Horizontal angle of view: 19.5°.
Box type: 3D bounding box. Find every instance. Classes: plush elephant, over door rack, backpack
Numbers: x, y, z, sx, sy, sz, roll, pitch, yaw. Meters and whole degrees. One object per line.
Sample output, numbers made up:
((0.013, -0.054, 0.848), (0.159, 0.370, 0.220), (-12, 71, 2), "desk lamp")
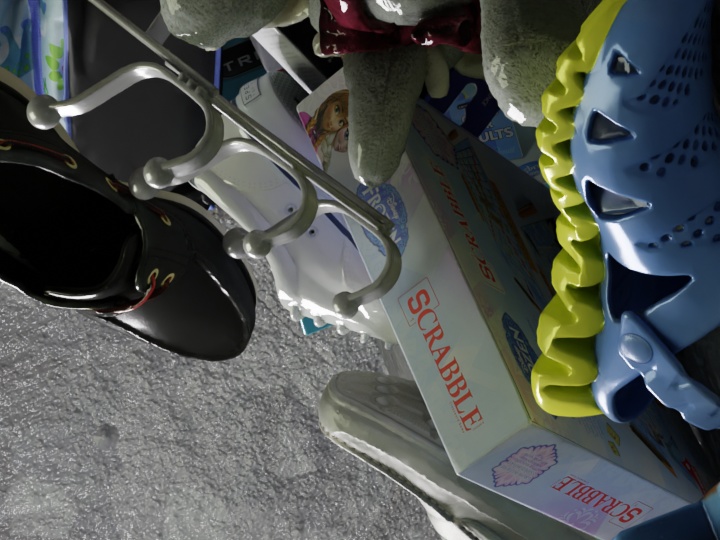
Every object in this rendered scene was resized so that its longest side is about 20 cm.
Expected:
((0.014, -0.111, 0.832), (0.155, 0.164, 0.201), (96, -178, -55), "plush elephant")
((-0.080, -0.071, 0.848), (0.200, 0.067, 0.148), (52, -170, 36), "over door rack")
((-0.150, -0.140, 1.093), (0.200, 0.146, 0.184), (-111, 18, -48), "backpack")

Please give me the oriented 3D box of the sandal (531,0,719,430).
((0.109, -0.018, 0.712), (0.087, 0.080, 0.201), (23, 142, 28), "sandal")

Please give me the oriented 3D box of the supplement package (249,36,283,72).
((-0.036, -0.222, 1.144), (0.200, 0.121, 0.120), (-117, 8, -52), "supplement package")

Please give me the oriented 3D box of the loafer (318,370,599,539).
((0.063, 0.115, 0.982), (0.199, 0.070, 0.070), (31, -161, -6), "loafer")

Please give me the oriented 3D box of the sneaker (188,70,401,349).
((0.000, 0.000, 0.976), (0.200, 0.071, 0.073), (49, -160, -6), "sneaker")

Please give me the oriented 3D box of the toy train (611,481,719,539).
((0.128, 0.114, 0.720), (0.200, 0.114, 0.087), (85, 162, -78), "toy train")

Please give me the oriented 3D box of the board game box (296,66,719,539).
((0.073, 0.023, 0.929), (0.199, 0.041, 0.201), (30, -150, -50), "board game box")

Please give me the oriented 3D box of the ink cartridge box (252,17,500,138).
((-0.002, -0.129, 0.970), (0.200, 0.095, 0.037), (45, 162, -24), "ink cartridge box")

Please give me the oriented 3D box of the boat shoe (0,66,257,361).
((-0.112, -0.008, 0.870), (0.201, 0.073, 0.063), (40, -157, -44), "boat shoe")

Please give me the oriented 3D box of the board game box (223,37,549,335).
((0.006, -0.074, 1.130), (0.047, 0.150, 0.201), (74, 173, -48), "board game box")
